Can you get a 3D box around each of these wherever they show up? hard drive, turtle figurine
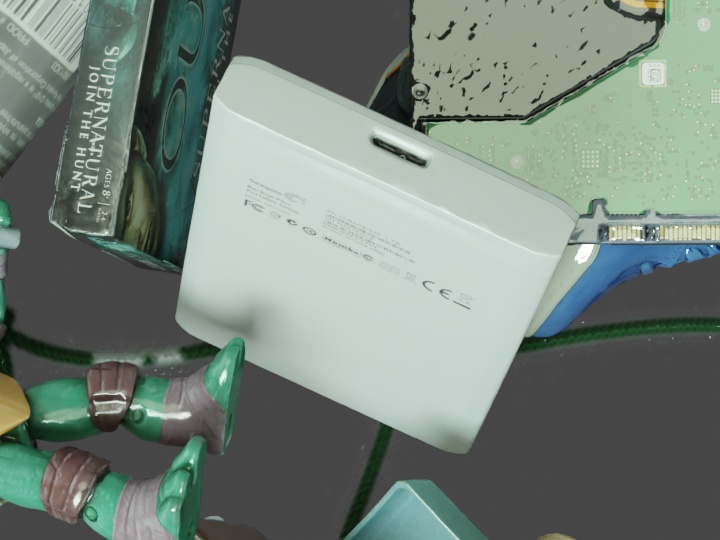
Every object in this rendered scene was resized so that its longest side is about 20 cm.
[{"bbox_3d":[0.000,0.000,1.027,0.131,0.200,0.027,25,65,3],"label":"hard drive"},{"bbox_3d":[-0.150,0.047,1.018,0.199,0.101,0.150,12,55,4],"label":"turtle figurine"},{"bbox_3d":[0.087,-0.109,1.033,0.139,0.038,0.201,-1,87,5],"label":"hard drive"}]

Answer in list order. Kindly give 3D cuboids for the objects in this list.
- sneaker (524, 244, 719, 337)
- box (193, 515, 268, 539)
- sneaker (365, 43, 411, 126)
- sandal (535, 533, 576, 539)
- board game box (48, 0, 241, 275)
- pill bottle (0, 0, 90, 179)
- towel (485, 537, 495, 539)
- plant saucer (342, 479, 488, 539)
[{"bbox_3d":[0.157,-0.020,1.085,0.200,0.077,0.111,-44,92,3],"label":"sneaker"},{"bbox_3d":[-0.004,0.182,1.040,0.200,0.100,0.075,41,94,16],"label":"box"},{"bbox_3d":[0.057,-0.082,1.092,0.078,0.079,0.200,34,88,3],"label":"sneaker"},{"bbox_3d":[0.150,0.167,1.059,0.070,0.078,0.212,-41,92,-31],"label":"sandal"},{"bbox_3d":[-0.074,-0.104,1.066,0.028,0.135,0.201,9,86,10],"label":"board game box"},{"bbox_3d":[-0.188,-0.066,1.076,0.113,0.113,0.200,38,87,4],"label":"pill bottle"},{"bbox_3d":[0.098,0.192,1.093,0.199,0.031,0.150,13,85,2],"label":"towel"},{"bbox_3d":[0.074,0.163,1.059,0.200,0.070,0.019,45,50,5],"label":"plant saucer"}]
